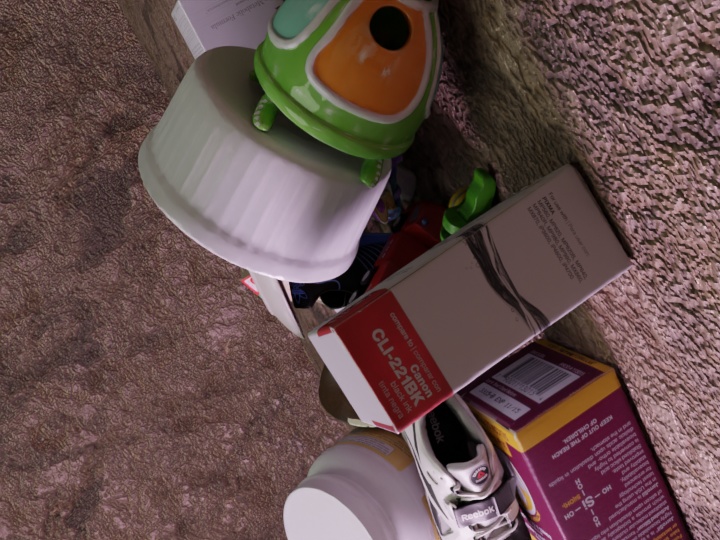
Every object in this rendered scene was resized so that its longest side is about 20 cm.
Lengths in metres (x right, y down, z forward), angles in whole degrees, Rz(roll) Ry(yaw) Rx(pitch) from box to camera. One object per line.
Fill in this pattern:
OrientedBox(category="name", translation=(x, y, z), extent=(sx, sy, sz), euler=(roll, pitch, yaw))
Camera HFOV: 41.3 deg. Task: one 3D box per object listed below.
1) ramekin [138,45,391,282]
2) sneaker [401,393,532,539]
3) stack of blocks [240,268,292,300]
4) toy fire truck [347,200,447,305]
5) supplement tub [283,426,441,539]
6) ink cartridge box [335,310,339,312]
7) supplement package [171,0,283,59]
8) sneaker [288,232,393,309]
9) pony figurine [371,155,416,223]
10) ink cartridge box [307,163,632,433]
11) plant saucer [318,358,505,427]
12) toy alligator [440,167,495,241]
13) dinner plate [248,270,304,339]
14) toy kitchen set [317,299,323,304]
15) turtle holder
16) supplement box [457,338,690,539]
OrientedBox(category="ramekin", translation=(-0.070, -0.093, 0.775), extent=(0.201, 0.199, 0.098), euler=(53, 124, 33))
OrientedBox(category="sneaker", translation=(0.089, 0.180, 0.787), extent=(0.202, 0.073, 0.089), euler=(61, 171, 3))
OrientedBox(category="stack of blocks", translation=(-0.062, -0.064, 1.125), extent=(0.058, 0.114, 0.202), euler=(41, -142, -28))
OrientedBox(category="toy fire truck", translation=(0.041, 0.017, 0.873), extent=(0.048, 0.201, 0.141), euler=(35, 162, -14))
OrientedBox(category="supplement tub", translation=(0.038, 0.207, 0.903), extent=(0.144, 0.199, 0.147), euler=(22, 125, 35))
OrientedBox(category="ink cartridge box", translation=(0.037, 0.054, 1.135), extent=(0.201, 0.076, 0.136), euler=(51, 165, -17))
OrientedBox(category="supplement package", translation=(-0.123, -0.242, 1.123), extent=(0.202, 0.113, 0.109), euler=(62, 170, -13))
OrientedBox(category="sneaker", translation=(0.000, 0.000, 0.985), extent=(0.070, 0.198, 0.079), euler=(0, 90, 46))
OrientedBox(category="pony figurine", translation=(-0.021, -0.121, 0.938), extent=(0.193, 0.164, 0.203), euler=(136, 120, -71))
OrientedBox(category="ink cartridge box", translation=(0.071, 0.021, 0.679), extent=(0.084, 0.199, 0.144), euler=(56, 169, 0))
OrientedBox(category="plant saucer", translation=(0.047, 0.077, 0.933), extent=(0.200, 0.198, 0.035), euler=(39, 154, 62))
OrientedBox(category="toy alligator", translation=(0.101, -0.009, 0.844), extent=(0.059, 0.054, 0.201), euler=(52, 167, 37))
OrientedBox(category="dinner plate", translation=(-0.101, -0.024, 0.903), extent=(0.200, 0.024, 0.202), euler=(156, 91, -88))
OrientedBox(category="toy kitchen set", translation=(-0.061, 0.055, 1.240), extent=(0.198, 0.182, 0.164), euler=(21, 156, 18))
OrientedBox(category="turtle holder", translation=(0.003, -0.166, 0.719), extent=(0.140, 0.133, 0.186), euler=(35, -151, 5))
OrientedBox(category="supplement box", translation=(0.183, 0.177, 0.816), extent=(0.202, 0.102, 0.131), euler=(62, 168, -13))
